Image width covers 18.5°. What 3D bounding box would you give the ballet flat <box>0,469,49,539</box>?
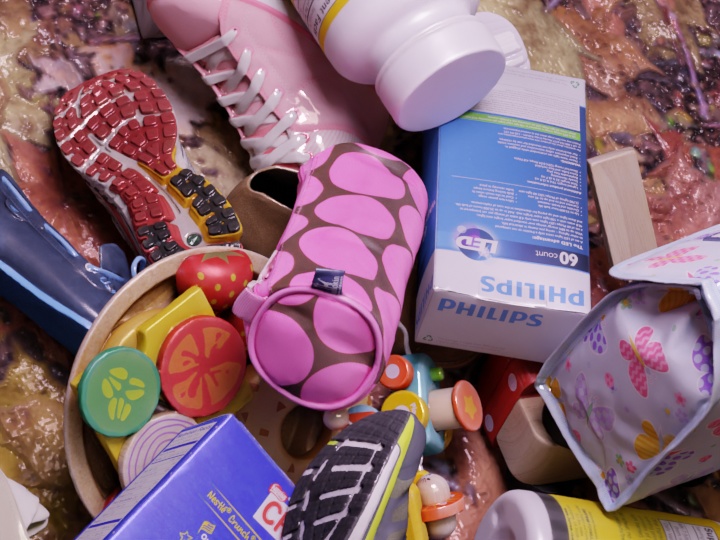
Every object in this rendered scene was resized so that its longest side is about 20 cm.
[{"bbox_3d":[-0.201,0.172,1.283,0.069,0.069,0.201,-21,80,-30],"label":"ballet flat"}]

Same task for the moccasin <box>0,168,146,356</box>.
[{"bbox_3d":[-0.169,0.008,1.368,0.200,0.080,0.068,39,68,-1],"label":"moccasin"}]

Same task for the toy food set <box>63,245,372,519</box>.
[{"bbox_3d":[-0.091,0.086,1.328,0.198,0.049,0.200,-40,122,-25],"label":"toy food set"}]

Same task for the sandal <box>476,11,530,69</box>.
[{"bbox_3d":[0.087,-0.074,1.539,0.079,0.059,0.208,-11,89,-10],"label":"sandal"}]

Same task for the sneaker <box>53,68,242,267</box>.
[{"bbox_3d":[-0.137,-0.048,1.424,0.078,0.082,0.200,-25,59,-10],"label":"sneaker"}]

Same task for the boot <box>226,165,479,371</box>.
[{"bbox_3d":[0.000,0.000,1.449,0.200,0.075,0.074,29,55,-7],"label":"boot"}]

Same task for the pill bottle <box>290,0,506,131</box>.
[{"bbox_3d":[0.009,-0.191,1.421,0.111,0.111,0.200,-19,66,-29],"label":"pill bottle"}]

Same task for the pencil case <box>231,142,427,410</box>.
[{"bbox_3d":[-0.015,-0.005,1.319,0.093,0.091,0.200,23,28,-3],"label":"pencil case"}]

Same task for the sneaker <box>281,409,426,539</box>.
[{"bbox_3d":[-0.001,0.174,1.219,0.081,0.074,0.201,28,74,-35],"label":"sneaker"}]

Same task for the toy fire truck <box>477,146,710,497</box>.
[{"bbox_3d":[0.161,0.036,1.479,0.175,0.129,0.200,-6,55,-24],"label":"toy fire truck"}]

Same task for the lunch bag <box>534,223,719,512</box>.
[{"bbox_3d":[0.225,0.037,1.325,0.169,0.200,0.127,-18,70,-28],"label":"lunch bag"}]

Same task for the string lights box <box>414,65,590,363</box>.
[{"bbox_3d":[0.092,-0.042,1.427,0.102,0.059,0.201,10,51,-7],"label":"string lights box"}]

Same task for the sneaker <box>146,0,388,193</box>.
[{"bbox_3d":[-0.062,-0.116,1.460,0.200,0.075,0.105,30,58,-33],"label":"sneaker"}]

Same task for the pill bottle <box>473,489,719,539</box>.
[{"bbox_3d":[0.176,0.207,1.388,0.199,0.114,0.115,11,60,-18],"label":"pill bottle"}]

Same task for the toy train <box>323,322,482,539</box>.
[{"bbox_3d":[0.032,0.097,1.356,0.055,0.151,0.200,-8,35,16],"label":"toy train"}]

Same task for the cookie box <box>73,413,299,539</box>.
[{"bbox_3d":[-0.097,0.210,1.233,0.200,0.075,0.171,-45,104,-27],"label":"cookie box"}]

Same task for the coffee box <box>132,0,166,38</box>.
[{"bbox_3d":[-0.062,-0.232,1.541,0.199,0.080,0.115,-5,66,-24],"label":"coffee box"}]
